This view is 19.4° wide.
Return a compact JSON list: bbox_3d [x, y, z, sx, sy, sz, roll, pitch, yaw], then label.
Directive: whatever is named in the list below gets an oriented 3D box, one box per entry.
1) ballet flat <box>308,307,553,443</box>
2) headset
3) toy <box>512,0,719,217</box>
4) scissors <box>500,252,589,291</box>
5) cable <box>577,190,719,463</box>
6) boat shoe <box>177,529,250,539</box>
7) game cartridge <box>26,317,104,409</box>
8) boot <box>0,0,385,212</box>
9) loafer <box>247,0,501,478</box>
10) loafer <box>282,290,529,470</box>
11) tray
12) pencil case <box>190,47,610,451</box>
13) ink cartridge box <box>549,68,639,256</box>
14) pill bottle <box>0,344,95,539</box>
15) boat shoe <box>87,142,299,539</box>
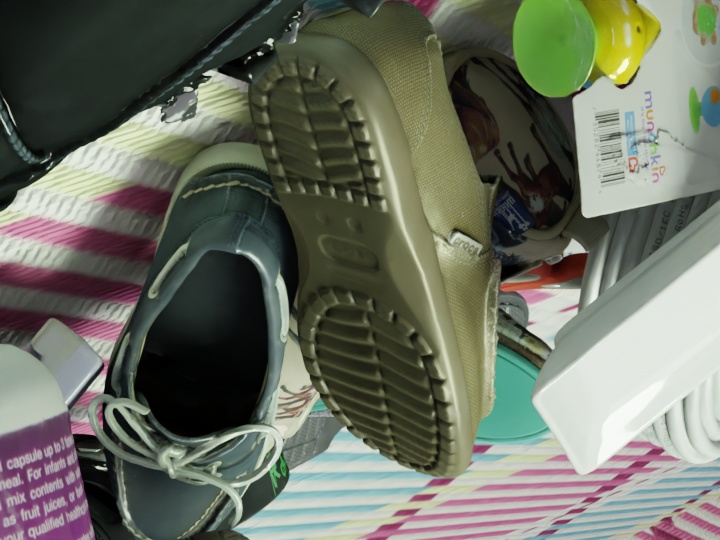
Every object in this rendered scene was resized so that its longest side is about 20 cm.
[{"bbox_3d":[0.017,0.031,0.926,0.199,0.073,0.072,1,-176,36],"label":"ballet flat"},{"bbox_3d":[-0.133,0.104,0.954,0.199,0.095,0.124,-22,-169,-2],"label":"headset"},{"bbox_3d":[0.122,-0.089,0.743,0.047,0.116,0.199,-1,-172,43],"label":"toy"},{"bbox_3d":[0.062,0.007,0.981,0.073,0.014,0.200,2,173,-15],"label":"scissors"},{"bbox_3d":[0.154,-0.022,0.877,0.201,0.069,0.200,-67,158,-7],"label":"cable"},{"bbox_3d":[-0.118,0.165,0.805,0.199,0.074,0.074,-22,-176,21],"label":"boat shoe"},{"bbox_3d":[-0.170,0.106,0.819,0.200,0.038,0.130,-51,178,-7],"label":"game cartridge"},{"bbox_3d":[-0.082,-0.064,0.504,0.162,0.074,0.198,-29,173,20],"label":"boot"},{"bbox_3d":[0.018,-0.008,0.735,0.067,0.076,0.201,-45,143,-32],"label":"loafer"},{"bbox_3d":[-0.005,0.043,1.078,0.199,0.063,0.072,-23,136,-29],"label":"loafer"},{"bbox_3d":[0.141,-0.009,0.743,0.200,0.022,0.107,-39,154,-1],"label":"tray"},{"bbox_3d":[0.000,0.000,0.837,0.200,0.090,0.078,-37,175,36],"label":"pencil case"},{"bbox_3d":[0.102,-0.043,0.968,0.119,0.042,0.200,-29,163,16],"label":"ink cartridge box"},{"bbox_3d":[-0.138,0.090,0.659,0.111,0.202,0.112,-11,-177,1],"label":"pill bottle"},{"bbox_3d":[-0.061,0.045,0.802,0.062,0.074,0.201,-76,-172,-50],"label":"boat shoe"}]
